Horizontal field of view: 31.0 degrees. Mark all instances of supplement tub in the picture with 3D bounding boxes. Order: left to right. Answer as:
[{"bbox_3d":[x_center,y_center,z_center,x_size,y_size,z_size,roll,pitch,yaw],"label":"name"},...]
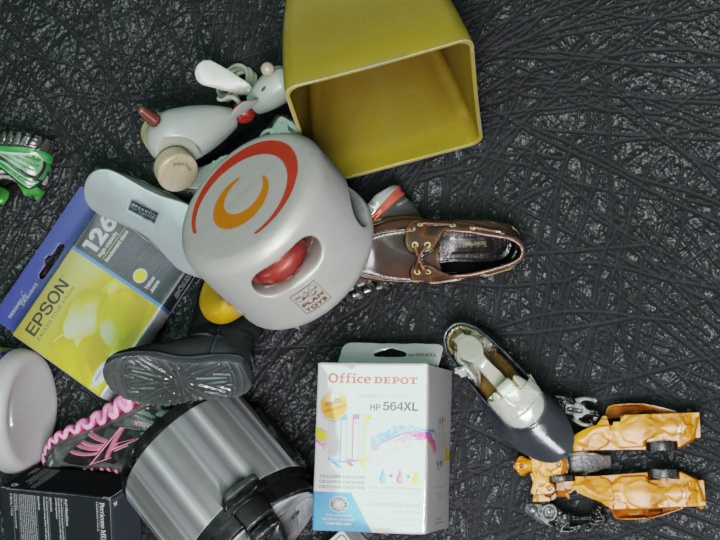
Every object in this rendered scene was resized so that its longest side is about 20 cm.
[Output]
[{"bbox_3d":[-0.477,0.161,1.537,0.197,0.145,0.148,2,83,15],"label":"supplement tub"}]

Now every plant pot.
[{"bbox_3d":[0.012,-0.239,1.427,0.197,0.201,0.178,-15,63,1],"label":"plant pot"}]

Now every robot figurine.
[{"bbox_3d":[0.261,0.204,1.372,0.197,0.058,0.147,-4,81,14],"label":"robot figurine"}]

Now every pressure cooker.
[{"bbox_3d":[-0.142,0.253,1.411,0.200,0.175,0.179,45,112,25],"label":"pressure cooker"}]

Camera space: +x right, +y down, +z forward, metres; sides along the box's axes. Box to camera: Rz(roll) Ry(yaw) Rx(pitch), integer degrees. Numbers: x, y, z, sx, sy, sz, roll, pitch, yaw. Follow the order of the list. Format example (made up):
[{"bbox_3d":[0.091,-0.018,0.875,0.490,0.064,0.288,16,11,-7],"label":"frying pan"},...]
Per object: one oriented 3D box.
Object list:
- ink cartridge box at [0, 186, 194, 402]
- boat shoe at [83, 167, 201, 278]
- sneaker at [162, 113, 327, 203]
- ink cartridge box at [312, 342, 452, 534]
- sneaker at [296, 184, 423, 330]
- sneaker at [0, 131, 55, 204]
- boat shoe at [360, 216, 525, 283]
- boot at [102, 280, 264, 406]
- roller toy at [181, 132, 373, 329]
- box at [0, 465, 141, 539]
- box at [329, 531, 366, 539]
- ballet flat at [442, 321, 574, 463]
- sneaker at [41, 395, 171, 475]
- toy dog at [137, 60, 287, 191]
[{"bbox_3d":[-0.321,0.021,1.551,0.199,0.047,0.199,31,82,15],"label":"ink cartridge box"},{"bbox_3d":[-0.227,-0.055,1.508,0.198,0.066,0.073,26,99,4],"label":"boat shoe"},{"bbox_3d":[-0.129,-0.125,1.527,0.197,0.076,0.117,6,76,8],"label":"sneaker"},{"bbox_3d":[0.025,0.177,1.406,0.127,0.125,0.203,-1,83,15],"label":"ink cartridge box"},{"bbox_3d":[0.000,0.000,1.466,0.082,0.077,0.200,41,96,9],"label":"sneaker"},{"bbox_3d":[-0.478,-0.127,1.611,0.197,0.078,0.087,3,84,15],"label":"sneaker"},{"bbox_3d":[0.081,-0.022,1.412,0.197,0.070,0.071,-7,105,-4],"label":"boat shoe"},{"bbox_3d":[-0.185,0.064,1.445,0.162,0.201,0.066,2,124,3],"label":"boot"},{"bbox_3d":[-0.085,-0.036,1.378,0.181,0.140,0.202,2,58,41],"label":"roller toy"},{"bbox_3d":[-0.324,0.335,1.478,0.139,0.079,0.203,3,102,18],"label":"box"},{"bbox_3d":[-0.051,0.392,1.432,0.200,0.060,0.117,-44,74,6],"label":"box"},{"bbox_3d":[0.149,0.122,1.373,0.073,0.073,0.200,-44,51,6],"label":"ballet flat"},{"bbox_3d":[-0.287,0.208,1.501,0.199,0.079,0.096,-31,78,26],"label":"sneaker"},{"bbox_3d":[-0.178,-0.187,1.482,0.131,0.097,0.200,29,69,39],"label":"toy dog"}]
